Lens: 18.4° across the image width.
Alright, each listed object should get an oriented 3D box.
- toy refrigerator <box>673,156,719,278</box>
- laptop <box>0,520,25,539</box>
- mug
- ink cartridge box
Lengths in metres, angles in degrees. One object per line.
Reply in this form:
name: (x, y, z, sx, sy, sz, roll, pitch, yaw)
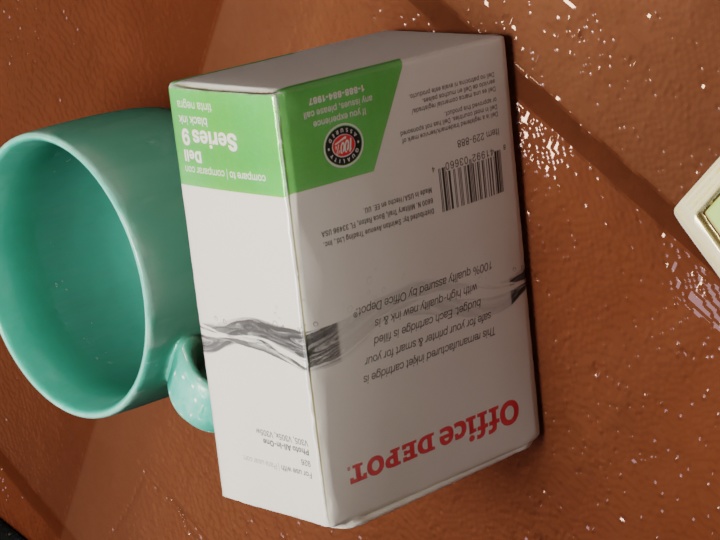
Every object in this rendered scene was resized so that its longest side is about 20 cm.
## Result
toy refrigerator: (0.213, 0.027, 0.856, 0.200, 0.070, 0.076, 57, 138, 18)
laptop: (-0.260, 0.261, 1.525, 0.187, 0.116, 0.201, 29, 96, 38)
mug: (-0.109, 0.005, 1.179, 0.152, 0.114, 0.186, -26, 84, 49)
ink cartridge box: (0.000, 0.000, 1.028, 0.084, 0.146, 0.201, 9, 110, 46)
